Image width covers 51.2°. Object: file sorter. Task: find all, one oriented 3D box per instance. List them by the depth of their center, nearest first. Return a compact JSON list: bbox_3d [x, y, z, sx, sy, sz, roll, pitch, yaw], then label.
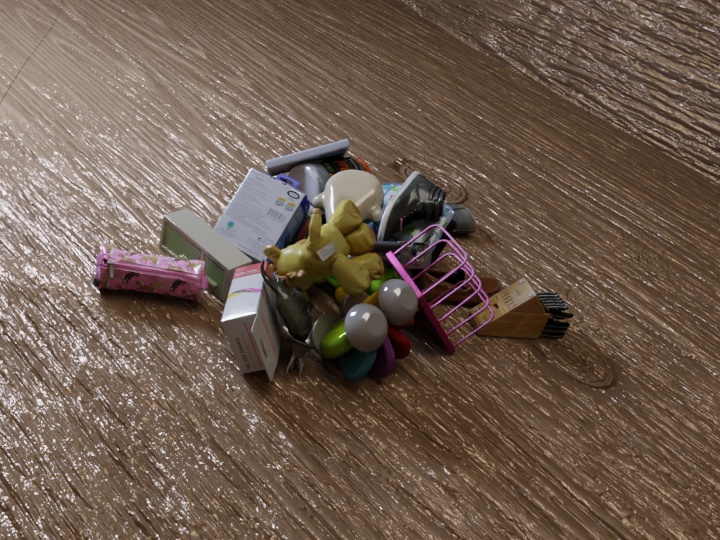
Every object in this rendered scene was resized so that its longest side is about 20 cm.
[{"bbox_3d":[0.163,0.032,1.467,0.125,0.201,0.139,-35,46,0],"label":"file sorter"}]

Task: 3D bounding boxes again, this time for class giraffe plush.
[{"bbox_3d":[-0.078,-0.018,1.362,0.199,0.161,0.175,-9,77,-56],"label":"giraffe plush"}]

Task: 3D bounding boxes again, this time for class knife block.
[{"bbox_3d":[0.354,0.111,1.626,0.199,0.176,0.064,-31,38,6],"label":"knife block"}]

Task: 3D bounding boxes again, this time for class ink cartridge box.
[{"bbox_3d":[-0.183,0.091,1.289,0.067,0.118,0.201,-12,31,8],"label":"ink cartridge box"},{"bbox_3d":[-0.194,-0.115,1.539,0.135,0.076,0.202,27,77,11],"label":"ink cartridge box"}]

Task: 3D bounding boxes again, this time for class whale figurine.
[{"bbox_3d":[-0.026,-0.115,1.563,0.157,0.104,0.202,13,54,14],"label":"whale figurine"}]

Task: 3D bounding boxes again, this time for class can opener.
[{"bbox_3d":[0.052,-0.033,1.501,0.197,0.054,0.067,2,4,-26],"label":"can opener"}]

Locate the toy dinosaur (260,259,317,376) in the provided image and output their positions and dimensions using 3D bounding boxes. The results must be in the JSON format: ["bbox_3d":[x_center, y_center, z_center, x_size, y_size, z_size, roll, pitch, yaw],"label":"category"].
[{"bbox_3d":[-0.115,0.069,1.293,0.076,0.202,0.103,-15,28,-6],"label":"toy dinosaur"}]

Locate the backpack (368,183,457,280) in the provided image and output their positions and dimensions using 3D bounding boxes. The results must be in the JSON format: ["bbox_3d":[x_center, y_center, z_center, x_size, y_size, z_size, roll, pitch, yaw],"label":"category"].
[{"bbox_3d":[0.093,-0.104,1.676,0.198,0.148,0.184,25,64,19],"label":"backpack"}]

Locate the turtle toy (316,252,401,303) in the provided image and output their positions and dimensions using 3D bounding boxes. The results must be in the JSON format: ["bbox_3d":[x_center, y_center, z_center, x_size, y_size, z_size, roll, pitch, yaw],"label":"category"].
[{"bbox_3d":[0.000,0.000,1.550,0.199,0.102,0.145,36,36,25],"label":"turtle toy"}]

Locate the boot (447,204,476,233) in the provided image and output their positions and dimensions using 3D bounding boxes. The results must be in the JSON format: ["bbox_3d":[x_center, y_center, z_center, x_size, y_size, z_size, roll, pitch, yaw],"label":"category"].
[{"bbox_3d":[0.177,-0.153,1.904,0.198,0.073,0.183,-15,59,-33],"label":"boot"}]

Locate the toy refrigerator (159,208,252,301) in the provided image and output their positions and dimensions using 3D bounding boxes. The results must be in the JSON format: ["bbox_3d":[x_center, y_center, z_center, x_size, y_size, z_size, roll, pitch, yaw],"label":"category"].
[{"bbox_3d":[-0.306,-0.032,1.461,0.199,0.077,0.070,37,36,25],"label":"toy refrigerator"}]

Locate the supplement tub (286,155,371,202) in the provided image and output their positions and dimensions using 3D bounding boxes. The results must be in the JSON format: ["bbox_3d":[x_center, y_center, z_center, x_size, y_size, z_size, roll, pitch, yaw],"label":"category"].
[{"bbox_3d":[-0.070,-0.209,1.807,0.122,0.124,0.199,38,37,28],"label":"supplement tub"}]

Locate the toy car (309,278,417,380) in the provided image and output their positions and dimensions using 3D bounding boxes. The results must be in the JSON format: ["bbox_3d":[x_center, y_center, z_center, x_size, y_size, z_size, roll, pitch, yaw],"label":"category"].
[{"bbox_3d":[0.019,0.117,1.353,0.199,0.174,0.151,-36,101,-38],"label":"toy car"}]

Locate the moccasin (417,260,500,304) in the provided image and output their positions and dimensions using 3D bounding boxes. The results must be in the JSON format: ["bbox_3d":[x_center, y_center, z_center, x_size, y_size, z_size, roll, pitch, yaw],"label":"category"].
[{"bbox_3d":[0.220,0.025,1.651,0.199,0.078,0.074,7,34,-19],"label":"moccasin"}]

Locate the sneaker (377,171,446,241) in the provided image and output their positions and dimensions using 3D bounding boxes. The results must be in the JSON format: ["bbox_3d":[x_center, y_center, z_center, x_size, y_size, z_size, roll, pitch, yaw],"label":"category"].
[{"bbox_3d":[0.113,-0.119,1.555,0.098,0.071,0.201,26,55,13],"label":"sneaker"}]

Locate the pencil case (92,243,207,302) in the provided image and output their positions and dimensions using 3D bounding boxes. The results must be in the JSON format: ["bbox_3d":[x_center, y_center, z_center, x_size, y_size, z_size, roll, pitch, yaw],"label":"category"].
[{"bbox_3d":[-0.376,0.006,1.360,0.197,0.084,0.087,10,32,-16],"label":"pencil case"}]

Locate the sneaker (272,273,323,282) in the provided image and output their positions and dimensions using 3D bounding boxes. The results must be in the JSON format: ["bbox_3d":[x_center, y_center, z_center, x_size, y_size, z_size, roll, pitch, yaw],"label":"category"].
[{"bbox_3d":[-0.144,0.000,1.459,0.199,0.082,0.074,-32,52,-22],"label":"sneaker"}]

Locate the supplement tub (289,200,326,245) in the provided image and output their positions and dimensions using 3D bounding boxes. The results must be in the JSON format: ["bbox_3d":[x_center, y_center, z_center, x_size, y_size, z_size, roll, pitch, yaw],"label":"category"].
[{"bbox_3d":[-0.162,-0.123,1.644,0.199,0.108,0.106,35,35,23],"label":"supplement tub"}]

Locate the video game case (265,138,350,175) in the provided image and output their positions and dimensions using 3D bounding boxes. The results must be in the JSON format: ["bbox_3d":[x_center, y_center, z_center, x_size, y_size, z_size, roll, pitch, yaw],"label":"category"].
[{"bbox_3d":[-0.128,-0.268,1.797,0.197,0.022,0.182,-17,3,-6],"label":"video game case"}]
